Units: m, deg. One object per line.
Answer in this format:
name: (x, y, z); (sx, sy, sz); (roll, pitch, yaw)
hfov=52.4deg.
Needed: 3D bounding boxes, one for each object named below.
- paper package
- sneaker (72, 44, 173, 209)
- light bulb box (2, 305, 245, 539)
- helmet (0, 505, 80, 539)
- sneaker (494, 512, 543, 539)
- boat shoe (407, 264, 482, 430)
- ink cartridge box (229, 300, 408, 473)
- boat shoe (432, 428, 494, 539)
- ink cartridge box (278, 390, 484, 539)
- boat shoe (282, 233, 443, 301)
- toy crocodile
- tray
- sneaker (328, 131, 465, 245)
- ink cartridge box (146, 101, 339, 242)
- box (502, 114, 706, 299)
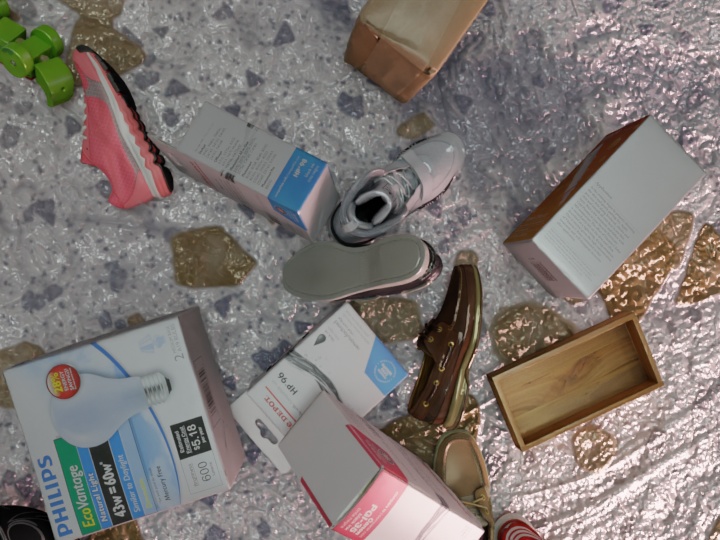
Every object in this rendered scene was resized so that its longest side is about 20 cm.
paper package: (0.080, -0.308, 0.828); (0.103, 0.191, 0.201); (35, 88, -8)
sneaker: (-0.300, -0.165, 0.857); (0.086, 0.074, 0.202); (-27, 92, -3)
light bulb box: (-0.258, 0.166, 0.827); (0.198, 0.125, 0.201); (-18, 91, -1)
helmet: (-0.379, 0.360, 0.790); (0.197, 0.191, 0.202); (-9, 55, 14)
sneaker: (0.235, 0.392, 0.874); (0.078, 0.116, 0.200); (-43, 93, -4)
boat shoe: (0.103, 0.090, 0.887); (0.067, 0.072, 0.203); (10, 91, -6)
ink cartridge box: (-0.055, 0.145, 0.877); (0.200, 0.068, 0.116); (-42, 92, -3)
boat shoe: (0.132, 0.298, 0.891); (0.073, 0.066, 0.203); (-9, 90, -5)
ink cartridge box: (0.024, 0.240, 0.803); (0.083, 0.146, 0.200); (-49, 127, -1)
boat shoe: (0.000, 0.000, 0.851); (0.198, 0.060, 0.075); (-12, 70, 30)
toy crocodile: (-0.420, -0.271, 0.857); (0.199, 0.062, 0.068); (35, 48, -2)
tray: (0.268, 0.137, 0.919); (0.198, 0.037, 0.100); (-23, 91, -5)
sneaker: (0.050, -0.098, 0.862); (0.199, 0.115, 0.075); (-37, 93, -4)
ink cartridge box: (-0.129, -0.118, 0.833); (0.198, 0.116, 0.067); (28, 81, 11)
box: (0.285, -0.071, 0.876); (0.097, 0.124, 0.200); (45, 86, -3)
